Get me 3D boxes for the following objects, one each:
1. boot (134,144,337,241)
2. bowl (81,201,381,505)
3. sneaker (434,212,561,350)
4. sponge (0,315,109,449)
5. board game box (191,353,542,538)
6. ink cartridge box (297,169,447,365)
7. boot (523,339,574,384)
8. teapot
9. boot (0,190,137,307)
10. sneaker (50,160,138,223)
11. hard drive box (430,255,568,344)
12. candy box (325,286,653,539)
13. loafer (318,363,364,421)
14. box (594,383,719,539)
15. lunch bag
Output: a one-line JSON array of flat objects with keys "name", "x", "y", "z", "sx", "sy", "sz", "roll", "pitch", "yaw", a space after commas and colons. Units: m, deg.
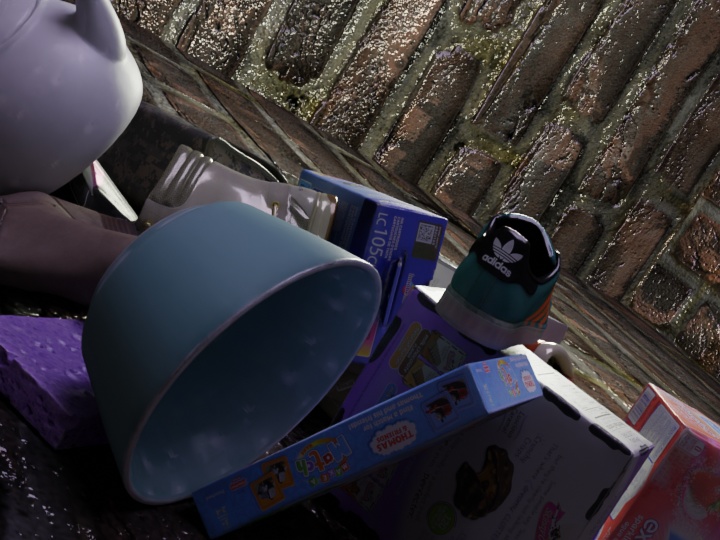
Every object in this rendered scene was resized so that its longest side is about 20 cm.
[{"name": "boot", "x": -0.116, "y": 0.007, "z": 1.016, "sx": 0.153, "sy": 0.202, "sz": 0.072, "roll": 20, "pitch": -19, "yaw": -2}, {"name": "bowl", "x": -0.093, "y": 0.037, "z": 0.777, "sx": 0.105, "sy": 0.201, "sz": 0.200, "roll": 44, "pitch": 14, "yaw": 23}, {"name": "sneaker", "x": 0.112, "y": 0.003, "z": 0.885, "sx": 0.071, "sy": 0.081, "sz": 0.200, "roll": 34, "pitch": 12, "yaw": 10}, {"name": "sponge", "x": -0.177, "y": 0.074, "z": 0.866, "sx": 0.111, "sy": 0.030, "sz": 0.199, "roll": 36, "pitch": 12, "yaw": 23}, {"name": "board game box", "x": 0.010, "y": 0.111, "z": 0.815, "sx": 0.037, "sy": 0.198, "sz": 0.151, "roll": 65, "pitch": 18, "yaw": 10}, {"name": "ink cartridge box", "x": 0.000, "y": 0.000, "z": 1.085, "sx": 0.075, "sy": 0.138, "sz": 0.200, "roll": 10, "pitch": 8, "yaw": -29}, {"name": "boot", "x": 0.131, "y": 0.102, "z": 1.035, "sx": 0.106, "sy": 0.075, "sz": 0.201, "roll": 23, "pitch": -22, "yaw": 30}, {"name": "teapot", "x": -0.289, "y": -0.156, "z": 1.029, "sx": 0.196, "sy": 0.201, "sz": 0.147, "roll": 10, "pitch": -36, "yaw": 50}, {"name": "boot", "x": -0.229, "y": -0.004, "z": 0.916, "sx": 0.144, "sy": 0.071, "sz": 0.200, "roll": 5, "pitch": 18, "yaw": -21}, {"name": "sneaker", "x": -0.260, "y": -0.061, "z": 1.096, "sx": 0.081, "sy": 0.086, "sz": 0.200, "roll": 55, "pitch": -11, "yaw": -25}, {"name": "hard drive box", "x": 0.074, "y": 0.074, "z": 1.196, "sx": 0.076, "sy": 0.157, "sz": 0.199, "roll": 22, "pitch": 7, "yaw": -46}, {"name": "candy box", "x": 0.083, "y": 0.138, "z": 0.916, "sx": 0.199, "sy": 0.169, "sz": 0.071, "roll": 37, "pitch": 13, "yaw": 22}, {"name": "loafer", "x": -0.024, "y": 0.098, "z": 1.124, "sx": 0.197, "sy": 0.069, "sz": 0.076, "roll": 18, "pitch": 7, "yaw": 8}, {"name": "box", "x": 0.216, "y": 0.205, "z": 0.960, "sx": 0.094, "sy": 0.201, "sz": 0.103, "roll": 30, "pitch": 10, "yaw": -9}, {"name": "lunch bag", "x": -0.169, "y": -0.090, "z": 1.395, "sx": 0.163, "sy": 0.119, "sz": 0.199, "roll": 29, "pitch": -2, "yaw": 41}]
